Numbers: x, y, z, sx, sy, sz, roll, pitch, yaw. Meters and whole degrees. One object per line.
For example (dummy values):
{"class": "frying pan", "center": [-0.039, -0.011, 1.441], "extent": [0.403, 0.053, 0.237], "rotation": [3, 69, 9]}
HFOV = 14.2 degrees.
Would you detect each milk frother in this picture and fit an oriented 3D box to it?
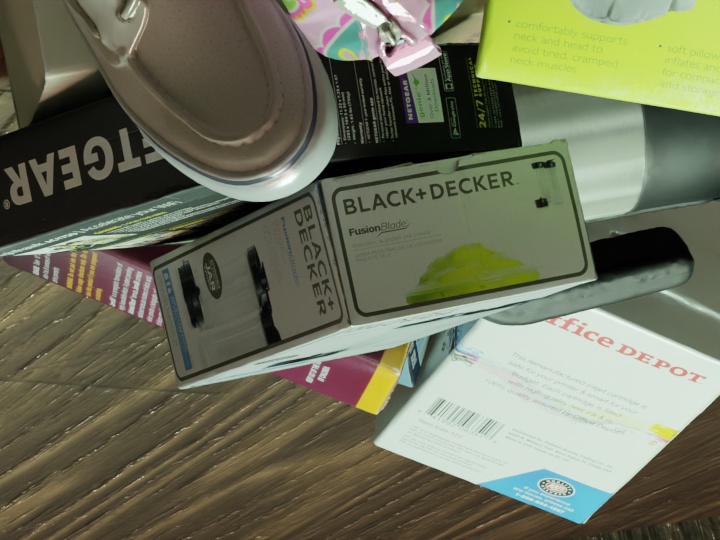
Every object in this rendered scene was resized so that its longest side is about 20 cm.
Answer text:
{"class": "milk frother", "center": [0.129, -0.040, 1.466], "extent": [0.188, 0.181, 0.200], "rotation": [-11, -162, -12]}

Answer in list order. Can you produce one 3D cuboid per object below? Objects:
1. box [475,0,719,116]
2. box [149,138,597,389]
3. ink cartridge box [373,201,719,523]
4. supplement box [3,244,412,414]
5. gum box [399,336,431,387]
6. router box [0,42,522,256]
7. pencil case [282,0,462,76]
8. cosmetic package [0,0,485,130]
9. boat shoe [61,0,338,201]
{"class": "box", "center": [0.115, -0.154, 1.038], "extent": [0.122, 0.048, 0.200], "rotation": [9, 126, 3]}
{"class": "box", "center": [0.000, 0.000, 1.218], "extent": [0.117, 0.060, 0.200], "rotation": [-10, 175, -26]}
{"class": "ink cartridge box", "center": [0.122, 0.024, 1.697], "extent": [0.147, 0.145, 0.200], "rotation": [23, 142, -14]}
{"class": "supplement box", "center": [-0.059, -0.025, 1.380], "extent": [0.200, 0.110, 0.086], "rotation": [22, 162, -1]}
{"class": "gum box", "center": [-0.060, -0.001, 1.598], "extent": [0.200, 0.045, 0.170], "rotation": [18, 169, 7]}
{"class": "router box", "center": [-0.055, -0.049, 1.206], "extent": [0.149, 0.051, 0.200], "rotation": [-5, 173, -45]}
{"class": "pencil case", "center": [-0.021, -0.151, 1.040], "extent": [0.087, 0.087, 0.200], "rotation": [-17, 147, 14]}
{"class": "cosmetic package", "center": [-0.050, -0.122, 1.225], "extent": [0.200, 0.087, 0.103], "rotation": [-9, 171, -13]}
{"class": "boat shoe", "center": [-0.080, -0.109, 1.056], "extent": [0.071, 0.200, 0.070], "rotation": [-36, 152, 5]}
